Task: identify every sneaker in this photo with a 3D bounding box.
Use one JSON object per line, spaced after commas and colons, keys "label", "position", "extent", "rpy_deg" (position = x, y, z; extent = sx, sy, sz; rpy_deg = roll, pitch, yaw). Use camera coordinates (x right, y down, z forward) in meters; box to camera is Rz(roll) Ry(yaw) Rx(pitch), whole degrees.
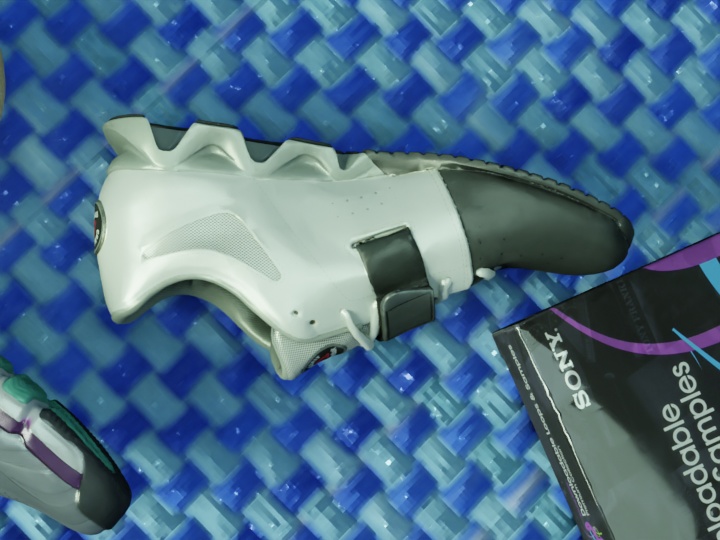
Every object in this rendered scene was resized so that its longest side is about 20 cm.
{"label": "sneaker", "position": [-0.177, 0.046, 0.824], "extent": [0.200, 0.074, 0.088], "rpy_deg": [37, 85, 6]}
{"label": "sneaker", "position": [0.000, 0.000, 0.868], "extent": [0.200, 0.074, 0.089], "rpy_deg": [6, 79, -2]}

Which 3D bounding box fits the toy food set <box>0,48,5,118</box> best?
{"label": "toy food set", "position": [-0.220, -0.081, 0.805], "extent": [0.200, 0.049, 0.198], "rpy_deg": [13, 44, -23]}

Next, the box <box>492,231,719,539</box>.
{"label": "box", "position": [0.169, 0.050, 0.914], "extent": [0.200, 0.036, 0.143], "rpy_deg": [-24, 86, -14]}
